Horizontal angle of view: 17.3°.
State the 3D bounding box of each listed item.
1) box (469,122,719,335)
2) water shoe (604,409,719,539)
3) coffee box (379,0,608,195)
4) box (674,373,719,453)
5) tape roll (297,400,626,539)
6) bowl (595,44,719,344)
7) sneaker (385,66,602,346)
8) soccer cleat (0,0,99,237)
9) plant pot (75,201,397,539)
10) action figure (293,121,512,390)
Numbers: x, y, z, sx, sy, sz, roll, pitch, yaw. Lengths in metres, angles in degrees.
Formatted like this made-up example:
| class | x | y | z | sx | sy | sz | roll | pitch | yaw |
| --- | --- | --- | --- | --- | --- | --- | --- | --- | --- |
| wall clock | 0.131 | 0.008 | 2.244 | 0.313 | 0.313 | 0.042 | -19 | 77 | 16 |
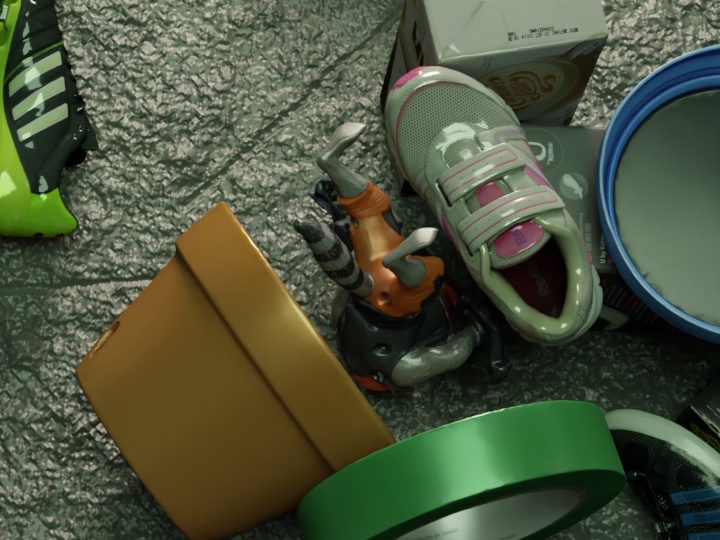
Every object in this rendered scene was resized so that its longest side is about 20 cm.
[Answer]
| class | x | y | z | sx | sy | sz | roll | pitch | yaw |
| --- | --- | --- | --- | --- | --- | --- | --- | --- | --- |
| box | 0.179 | -0.025 | 1.571 | 0.200 | 0.122 | 0.106 | 3 | 70 | -6 |
| water shoe | 0.223 | 0.171 | 1.527 | 0.200 | 0.072 | 0.079 | 39 | 71 | 9 |
| coffee box | 0.083 | -0.133 | 1.559 | 0.114 | 0.200 | 0.080 | -8 | 69 | -11 |
| box | 0.350 | 0.104 | 1.582 | 0.198 | 0.050 | 0.200 | -41 | 78 | -20 |
| tape roll | 0.062 | 0.140 | 1.448 | 0.200 | 0.200 | 0.048 | -14 | 70 | -13 |
| bowl | 0.245 | -0.044 | 1.499 | 0.200 | 0.039 | 0.201 | 2 | 71 | -7 |
| sneaker | 0.088 | -0.038 | 1.440 | 0.081 | 0.088 | 0.200 | -36 | 98 | 2 |
| soccer cleat | -0.217 | -0.114 | 1.593 | 0.081 | 0.068 | 0.200 | 12 | 67 | -22 |
| plant pot | -0.083 | 0.077 | 1.469 | 0.140 | 0.200 | 0.200 | -36 | 76 | -2 |
| action figure | 0.000 | 0.000 | 1.512 | 0.105 | 0.194 | 0.200 | -33 | 51 | -20 |
